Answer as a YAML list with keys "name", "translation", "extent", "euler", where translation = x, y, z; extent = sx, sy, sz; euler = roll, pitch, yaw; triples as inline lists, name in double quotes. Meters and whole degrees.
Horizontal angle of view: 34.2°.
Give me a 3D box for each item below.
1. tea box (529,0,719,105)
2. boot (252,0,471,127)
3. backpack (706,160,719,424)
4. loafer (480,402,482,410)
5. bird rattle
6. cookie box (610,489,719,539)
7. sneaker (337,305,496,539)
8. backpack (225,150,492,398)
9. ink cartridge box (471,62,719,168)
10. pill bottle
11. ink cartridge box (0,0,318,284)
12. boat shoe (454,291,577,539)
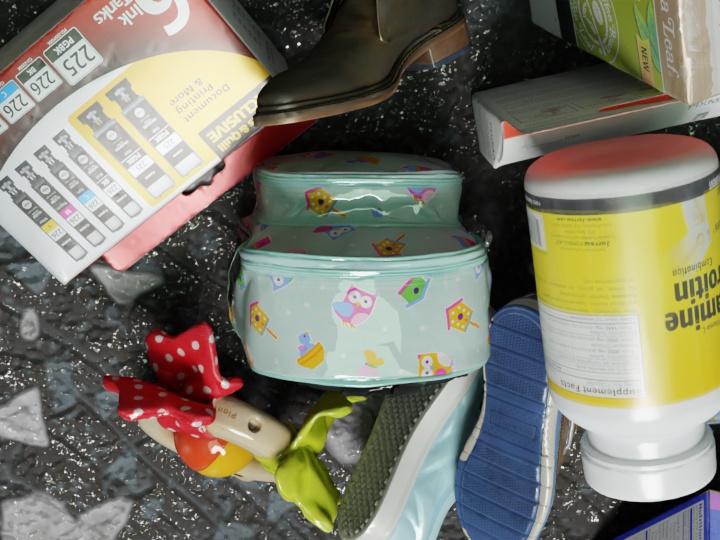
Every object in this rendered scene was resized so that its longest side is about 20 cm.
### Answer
- name: "tea box"
  translation: [0.178, -0.229, 0.655]
  extent: [0.133, 0.197, 0.201]
  euler: [-21, 119, -10]
- name: "boot"
  translation: [-0.007, -0.155, 0.709]
  extent: [0.074, 0.200, 0.098]
  euler: [1, 115, 36]
- name: "backpack"
  translation: [0.240, 0.020, 0.825]
  extent: [0.198, 0.147, 0.184]
  euler: [-8, 109, -7]
- name: "loafer"
  translation: [0.077, 0.133, 0.920]
  extent: [0.199, 0.067, 0.076]
  euler: [-28, 93, -8]
- name: "bird rattle"
  translation: [-0.102, 0.121, 0.852]
  extent: [0.199, 0.113, 0.163]
  euler: [20, 156, -25]
- name: "cookie box"
  translation: [0.300, 0.257, 0.954]
  extent: [0.170, 0.076, 0.200]
  euler: [15, 149, -14]
- name: "sneaker"
  translation: [0.059, 0.121, 0.859]
  extent: [0.082, 0.074, 0.201]
  euler: [34, 81, -28]
- name: "backpack"
  translation: [0.000, 0.000, 0.763]
  extent: [0.174, 0.200, 0.155]
  euler: [1, 108, -5]
- name: "ink cartridge box"
  translation: [0.162, -0.096, 0.732]
  extent: [0.161, 0.200, 0.057]
  euler: [-13, 110, 1]
- name: "pill bottle"
  translation: [0.162, 0.028, 0.693]
  extent: [0.111, 0.112, 0.202]
  euler: [-10, 106, -1]
- name: "ink cartridge box"
  translation: [-0.146, -0.094, 0.762]
  extent: [0.200, 0.084, 0.176]
  euler: [-36, 117, 12]
- name: "boat shoe"
  translation: [0.119, 0.108, 0.803]
  extent: [0.072, 0.072, 0.201]
  euler: [25, 119, 30]
